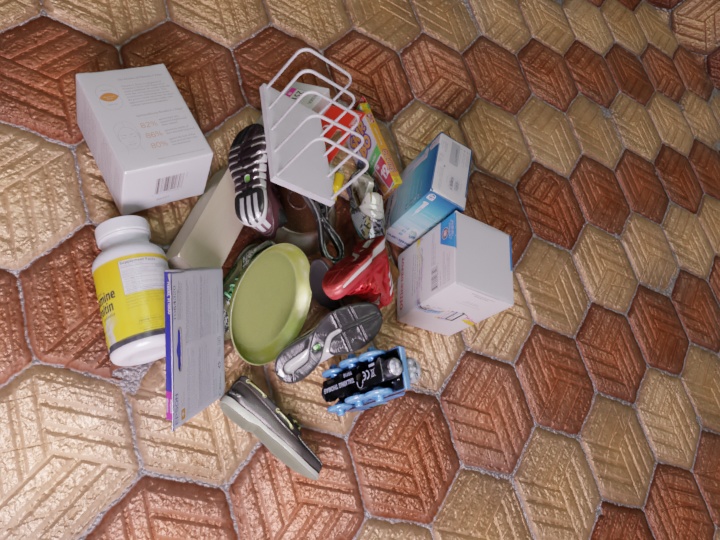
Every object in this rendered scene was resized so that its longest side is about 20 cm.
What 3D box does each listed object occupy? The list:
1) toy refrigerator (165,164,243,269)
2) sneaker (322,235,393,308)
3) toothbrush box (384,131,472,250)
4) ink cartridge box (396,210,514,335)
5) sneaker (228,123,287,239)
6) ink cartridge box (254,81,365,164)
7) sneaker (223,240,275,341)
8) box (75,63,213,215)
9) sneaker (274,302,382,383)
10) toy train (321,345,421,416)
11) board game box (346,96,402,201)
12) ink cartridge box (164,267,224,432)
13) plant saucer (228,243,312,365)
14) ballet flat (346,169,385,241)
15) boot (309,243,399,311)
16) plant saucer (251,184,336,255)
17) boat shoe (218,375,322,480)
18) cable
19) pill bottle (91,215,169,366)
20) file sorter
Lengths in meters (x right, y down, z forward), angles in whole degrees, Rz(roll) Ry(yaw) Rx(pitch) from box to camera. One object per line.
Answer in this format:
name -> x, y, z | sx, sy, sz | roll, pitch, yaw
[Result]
toy refrigerator -> -0.252, -0.074, 1.001 | 0.076, 0.069, 0.204 | 41, 52, -30
sneaker -> 0.012, 0.027, 1.000 | 0.200, 0.076, 0.119 | -43, 116, -52
toothbrush box -> 0.130, -0.153, 1.188 | 0.083, 0.199, 0.150 | 25, 57, -19
ink cartridge box -> 0.178, 0.015, 1.144 | 0.141, 0.199, 0.152 | 18, 60, -24
sneaker -> -0.172, -0.144, 1.021 | 0.116, 0.073, 0.206 | 52, 29, -58
ink cartridge box -> -0.106, -0.283, 1.146 | 0.169, 0.044, 0.203 | 16, 53, 21
sneaker -> -0.198, 0.022, 0.984 | 0.076, 0.088, 0.204 | 32, 56, -13
box -> -0.356, -0.218, 0.965 | 0.149, 0.107, 0.203 | -20, 70, -34
sneaker -> -0.059, 0.109, 0.995 | 0.196, 0.115, 0.077 | -29, 98, -8
toy train -> 0.017, 0.183, 0.981 | 0.112, 0.198, 0.090 | 5, 65, -39
board game box -> 0.018, -0.248, 1.227 | 0.029, 0.095, 0.206 | -13, 76, -32
ink cartridge box -> -0.242, 0.099, 0.834 | 0.042, 0.200, 0.204 | 0, 91, 7
plant saucer -> -0.151, 0.053, 0.972 | 0.198, 0.030, 0.207 | -31, 129, -48
ballet flat -> 0.012, -0.133, 1.142 | 0.070, 0.073, 0.203 | 14, 35, -24
boot -> 0.000, 0.000, 1.089 | 0.202, 0.067, 0.191 | -54, 125, -35
plant saucer -> -0.126, -0.129, 1.127 | 0.195, 0.036, 0.207 | 13, 63, -27
boat shoe -> -0.131, 0.250, 0.935 | 0.200, 0.071, 0.061 | 43, 55, -8
cable -> -0.070, -0.115, 1.101 | 0.094, 0.050, 0.207 | 7, 66, -30
pill bottle -> -0.337, 0.029, 0.884 | 0.109, 0.112, 0.206 | -10, 74, -33
file sorter -> -0.076, -0.245, 1.006 | 0.136, 0.123, 0.206 | 17, 52, -42
